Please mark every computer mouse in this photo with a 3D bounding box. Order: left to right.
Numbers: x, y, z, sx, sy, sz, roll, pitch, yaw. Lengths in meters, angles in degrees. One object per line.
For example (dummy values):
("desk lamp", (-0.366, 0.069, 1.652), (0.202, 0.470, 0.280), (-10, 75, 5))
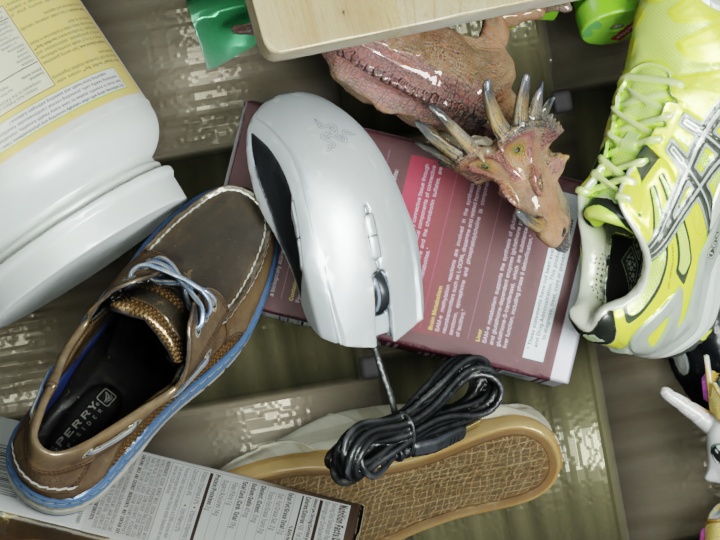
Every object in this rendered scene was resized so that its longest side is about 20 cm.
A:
("computer mouse", (0.000, 0.000, 1.248), (0.110, 0.044, 0.200), (-19, 85, -32))

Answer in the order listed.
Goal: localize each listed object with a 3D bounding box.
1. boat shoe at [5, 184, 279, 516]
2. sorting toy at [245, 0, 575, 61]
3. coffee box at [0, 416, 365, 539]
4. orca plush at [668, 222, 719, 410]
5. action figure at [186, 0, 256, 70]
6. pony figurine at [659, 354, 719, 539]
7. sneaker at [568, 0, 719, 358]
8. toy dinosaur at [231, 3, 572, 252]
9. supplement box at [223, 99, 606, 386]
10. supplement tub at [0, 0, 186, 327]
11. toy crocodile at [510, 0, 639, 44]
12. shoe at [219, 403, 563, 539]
("boat shoe", (-0.099, 0.032, 1.225), (0.072, 0.072, 0.200), (31, 67, 2))
("sorting toy", (0.019, -0.210, 1.210), (0.199, 0.070, 0.200), (-13, 83, -14))
("coffee box", (-0.108, 0.161, 1.275), (0.200, 0.080, 0.113), (14, 122, 0))
("orca plush", (0.202, -0.026, 1.315), (0.105, 0.071, 0.200), (19, 87, 0))
("action figure", (-0.003, -0.189, 1.330), (0.200, 0.055, 0.118), (-17, 86, -1))
("pony figurine", (0.243, 0.148, 1.282), (0.193, 0.167, 0.200), (6, 102, 7))
("sneaker", (0.151, -0.053, 1.258), (0.075, 0.076, 0.200), (8, 97, 42))
("toy dinosaur", (0.030, -0.098, 1.253), (0.200, 0.136, 0.086), (20, 125, -1))
("supplement box", (0.023, -0.013, 1.318), (0.200, 0.061, 0.109), (14, 86, -1))
("supplement tub", (-0.194, -0.086, 1.276), (0.145, 0.145, 0.200), (-34, 88, -2))
("toy crocodile", (0.166, -0.162, 1.330), (0.200, 0.062, 0.068), (-13, 70, -7))
("shoe", (0.007, 0.109, 1.321), (0.200, 0.053, 0.070), (-11, 120, 3))
